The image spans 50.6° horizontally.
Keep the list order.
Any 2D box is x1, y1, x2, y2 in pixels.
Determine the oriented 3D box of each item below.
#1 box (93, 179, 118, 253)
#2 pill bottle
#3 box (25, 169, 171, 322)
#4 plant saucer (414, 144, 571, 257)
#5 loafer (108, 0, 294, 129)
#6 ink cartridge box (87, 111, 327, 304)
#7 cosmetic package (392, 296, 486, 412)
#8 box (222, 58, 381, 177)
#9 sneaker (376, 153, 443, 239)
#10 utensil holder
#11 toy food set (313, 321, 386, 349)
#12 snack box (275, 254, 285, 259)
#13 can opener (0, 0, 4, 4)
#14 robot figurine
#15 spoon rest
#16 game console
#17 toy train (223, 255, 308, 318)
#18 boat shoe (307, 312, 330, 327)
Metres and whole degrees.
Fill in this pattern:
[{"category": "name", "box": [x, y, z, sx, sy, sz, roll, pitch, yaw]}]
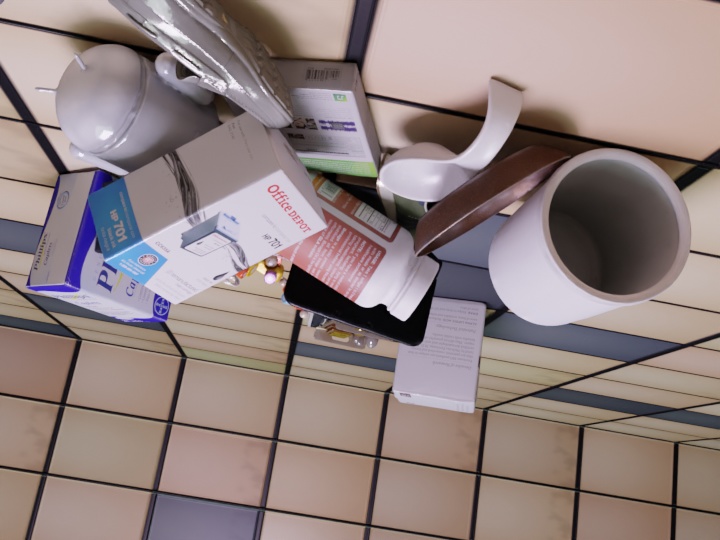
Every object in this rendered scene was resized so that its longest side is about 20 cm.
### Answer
[{"category": "box", "box": [-0.259, -0.070, 1.096, 0.199, 0.108, 0.148, -4, 169, 38]}, {"category": "pill bottle", "box": [-0.007, -0.026, 0.947, 0.199, 0.112, 0.112, 33, 162, -1]}, {"category": "box", "box": [-0.386, -0.032, 1.192, 0.104, 0.185, 0.200, -1, 162, 35]}, {"category": "plant saucer", "box": [0.137, -0.081, 0.837, 0.200, 0.035, 0.200, -33, 174, -4]}, {"category": "loafer", "box": [-0.133, -0.192, 0.674, 0.070, 0.070, 0.200, -28, 135, 19]}, {"category": "ink cartridge box", "box": [-0.154, -0.062, 0.798, 0.199, 0.086, 0.146, -25, 155, 7]}, {"category": "cosmetic package", "box": [0.163, 0.172, 1.551, 0.164, 0.201, 0.165, 6, 164, 10]}, {"category": "box", "box": [-0.059, -0.163, 0.835, 0.143, 0.037, 0.200, 6, 162, 11]}, {"category": "sneaker", "box": [0.083, -0.080, 0.971, 0.089, 0.067, 0.200, 10, 162, 17]}, {"category": "utensil holder", "box": [0.253, -0.028, 0.889, 0.169, 0.171, 0.200, 11, 167, -7]}, {"category": "toy food set", "box": [-0.023, 0.162, 1.871, 0.143, 0.061, 0.200, 14, 163, -16]}, {"category": "snack box", "box": [-0.174, -0.059, 1.267, 0.199, 0.024, 0.072, 22, 161, -38]}, {"category": "can opener", "box": [-0.395, -0.278, 0.631, 0.199, 0.054, 0.067, 15, -165, -22]}, {"category": "robot figurine", "box": [-0.229, -0.159, 0.797, 0.169, 0.113, 0.200, -36, 142, 25]}, {"category": "spoon rest", "box": [0.092, -0.118, 0.798, 0.099, 0.061, 0.200, 17, 152, -21]}, {"category": "game console", "box": [0.000, 0.000, 1.065, 0.199, 0.117, 0.176, 20, -169, -11]}, {"category": "toy train", "box": [-0.160, 0.002, 1.328, 0.199, 0.056, 0.150, 24, -160, -39]}, {"category": "boat shoe", "box": [-0.076, 0.081, 1.602, 0.060, 0.076, 0.200, 15, 165, 2]}]
